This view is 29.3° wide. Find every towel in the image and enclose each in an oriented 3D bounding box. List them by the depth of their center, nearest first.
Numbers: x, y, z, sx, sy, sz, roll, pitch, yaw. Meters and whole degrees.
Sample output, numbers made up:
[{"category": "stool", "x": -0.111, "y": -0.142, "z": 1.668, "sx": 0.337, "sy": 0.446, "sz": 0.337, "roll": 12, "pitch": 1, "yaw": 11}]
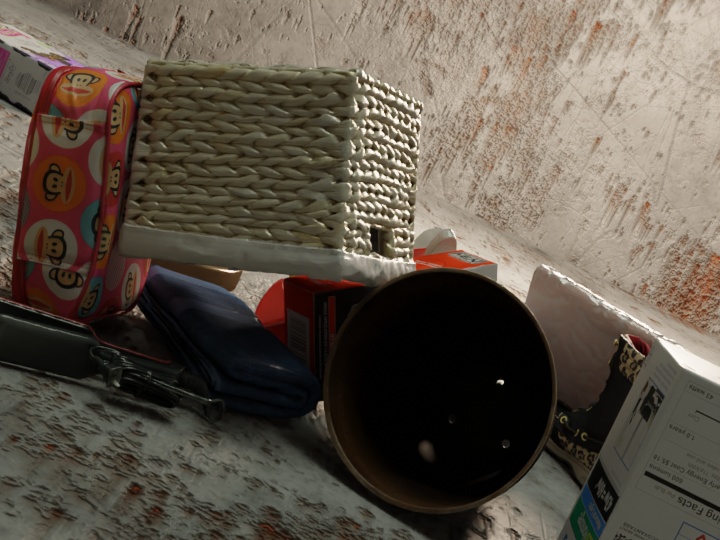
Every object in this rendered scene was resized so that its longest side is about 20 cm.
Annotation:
[{"category": "towel", "x": -0.118, "y": 0.062, "z": 1.176, "sx": 0.111, "sy": 0.049, "sz": 0.200, "roll": 19, "pitch": 12, "yaw": -35}, {"category": "towel", "x": 0.257, "y": 0.113, "z": 1.504, "sx": 0.199, "sy": 0.193, "sz": 0.032, "roll": 32, "pitch": 45, "yaw": 25}]

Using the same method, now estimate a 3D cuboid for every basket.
[{"category": "basket", "x": -0.066, "y": -0.075, "z": 1.121, "sx": 0.197, "sy": 0.163, "sz": 0.198, "roll": 5, "pitch": -1, "yaw": 20}]

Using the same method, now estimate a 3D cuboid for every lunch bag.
[{"category": "lunch bag", "x": -0.209, "y": -0.063, "z": 1.130, "sx": 0.081, "sy": 0.203, "sz": 0.176, "roll": 13, "pitch": 7, "yaw": 12}]

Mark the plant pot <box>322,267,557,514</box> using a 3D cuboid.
[{"category": "plant pot", "x": 0.085, "y": 0.110, "z": 1.147, "sx": 0.186, "sy": 0.188, "sz": 0.200, "roll": 29, "pitch": -2, "yaw": 20}]

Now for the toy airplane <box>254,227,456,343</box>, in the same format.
[{"category": "toy airplane", "x": 0.000, "y": 0.000, "z": 1.347, "sx": 0.198, "sy": 0.201, "sz": 0.141, "roll": 15, "pitch": 26, "yaw": -49}]

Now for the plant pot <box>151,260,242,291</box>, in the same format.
[{"category": "plant pot", "x": -0.205, "y": -0.063, "z": 1.460, "sx": 0.199, "sy": 0.094, "sz": 0.201, "roll": 24, "pitch": 10, "yaw": -5}]

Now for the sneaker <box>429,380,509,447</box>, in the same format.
[{"category": "sneaker", "x": 0.093, "y": 0.120, "z": 1.343, "sx": 0.198, "sy": 0.076, "sz": 0.115, "roll": 18, "pitch": 11, "yaw": -36}]

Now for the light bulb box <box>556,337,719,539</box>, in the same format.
[{"category": "light bulb box", "x": 0.285, "y": 0.193, "z": 1.089, "sx": 0.196, "sy": 0.202, "sz": 0.125, "roll": 26, "pitch": 8, "yaw": -1}]

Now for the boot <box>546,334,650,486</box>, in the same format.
[{"category": "boot", "x": 0.257, "y": 0.139, "z": 1.424, "sx": 0.072, "sy": 0.152, "sz": 0.200, "roll": 20, "pitch": 13, "yaw": -17}]

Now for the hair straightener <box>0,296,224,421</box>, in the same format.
[{"category": "hair straightener", "x": -0.182, "y": 0.077, "z": 0.998, "sx": 0.198, "sy": 0.041, "sz": 0.077, "roll": 26, "pitch": 9, "yaw": -27}]

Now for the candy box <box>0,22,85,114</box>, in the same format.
[{"category": "candy box", "x": -0.477, "y": -0.286, "z": 1.951, "sx": 0.198, "sy": 0.072, "sz": 0.167, "roll": 30, "pitch": 11, "yaw": 15}]

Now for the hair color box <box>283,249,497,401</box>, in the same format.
[{"category": "hair color box", "x": 0.029, "y": 0.047, "z": 1.254, "sx": 0.198, "sy": 0.103, "sz": 0.061, "roll": -10, "pitch": 17, "yaw": -31}]
